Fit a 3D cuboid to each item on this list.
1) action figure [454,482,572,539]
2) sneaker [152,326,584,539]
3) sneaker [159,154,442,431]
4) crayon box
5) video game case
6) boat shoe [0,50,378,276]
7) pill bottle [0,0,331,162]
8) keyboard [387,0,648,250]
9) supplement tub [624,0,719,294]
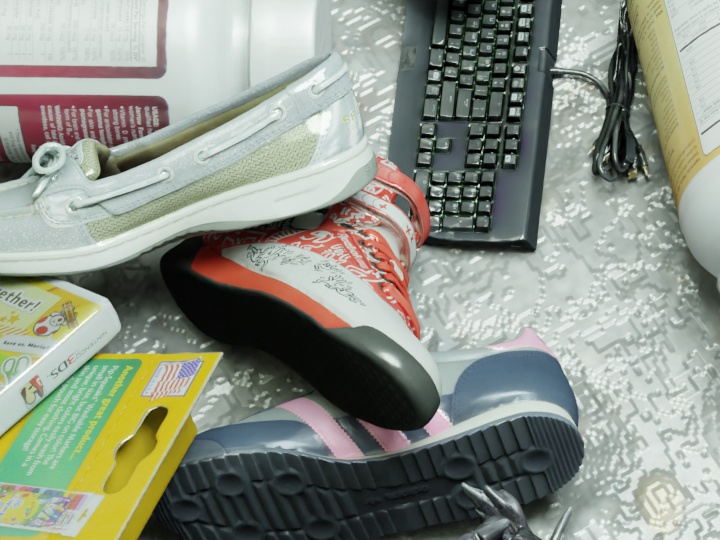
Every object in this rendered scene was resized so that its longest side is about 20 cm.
[{"bbox_3d":[0.045,0.166,1.230,0.102,0.200,0.119,-34,90,27],"label":"action figure"},{"bbox_3d":[0.001,0.075,1.316,0.199,0.070,0.082,-8,41,2],"label":"sneaker"},{"bbox_3d":[-0.001,-0.001,1.302,0.108,0.067,0.201,-39,32,-19],"label":"sneaker"},{"bbox_3d":[-0.160,0.095,1.258,0.199,0.052,0.126,-2,39,29],"label":"crayon box"},{"bbox_3d":[-0.233,0.049,1.295,0.200,0.023,0.182,20,52,45],"label":"video game case"},{"bbox_3d":[-0.095,-0.046,1.295,0.201,0.074,0.065,-12,108,10],"label":"boat shoe"},{"bbox_3d":[-0.116,-0.106,1.378,0.199,0.110,0.110,1,64,4],"label":"pill bottle"},{"bbox_3d":[0.082,-0.101,1.411,0.127,0.021,0.201,4,65,7],"label":"keyboard"},{"bbox_3d":[0.207,-0.079,1.320,0.144,0.145,0.201,-11,64,-1],"label":"supplement tub"}]
